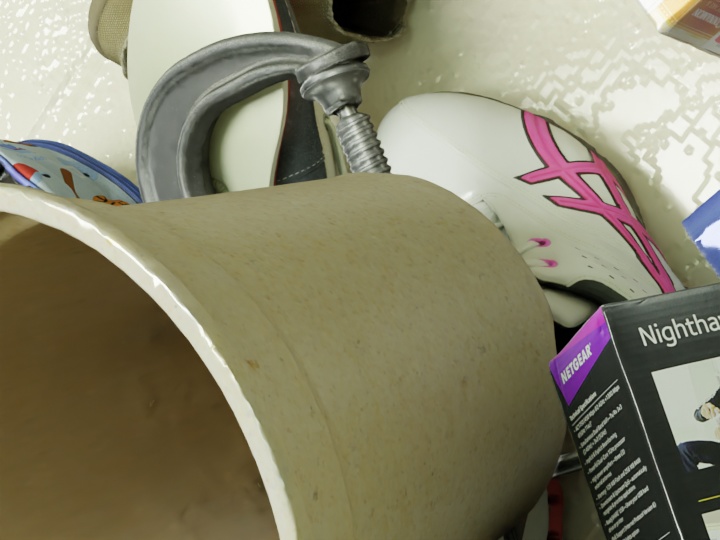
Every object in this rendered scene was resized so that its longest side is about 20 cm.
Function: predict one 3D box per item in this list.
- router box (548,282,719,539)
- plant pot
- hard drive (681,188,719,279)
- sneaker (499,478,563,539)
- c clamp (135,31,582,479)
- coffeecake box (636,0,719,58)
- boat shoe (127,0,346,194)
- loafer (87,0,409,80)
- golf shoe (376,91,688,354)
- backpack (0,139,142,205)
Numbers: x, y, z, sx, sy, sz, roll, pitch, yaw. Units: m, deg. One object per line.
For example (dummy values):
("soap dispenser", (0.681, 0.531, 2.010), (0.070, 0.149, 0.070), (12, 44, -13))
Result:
("router box", (0.172, 0.068, 0.643), (0.051, 0.199, 0.150), (122, 135, -63))
("plant pot", (-0.037, 0.051, 0.685), (0.200, 0.183, 0.202), (14, 113, 35))
("hard drive", (0.222, -0.028, 0.745), (0.200, 0.025, 0.132), (-42, 67, 21))
("sneaker", (0.028, 0.119, 0.808), (0.070, 0.098, 0.202), (-4, 83, 32))
("c clamp", (0.000, 0.000, 0.778), (0.171, 0.027, 0.201), (-32, 83, 41))
("coffeecake box", (0.148, -0.199, 0.774), (0.200, 0.073, 0.154), (-42, 67, 21))
("boat shoe", (-0.036, -0.038, 0.844), (0.071, 0.062, 0.201), (-4, 103, 34))
("loafer", (-0.022, -0.118, 0.868), (0.199, 0.076, 0.068), (-27, 67, 26))
("golf shoe", (0.069, -0.001, 0.796), (0.200, 0.092, 0.073), (44, 108, 27))
("backpack", (-0.148, 0.043, 0.887), (0.200, 0.154, 0.191), (37, 114, 23))
